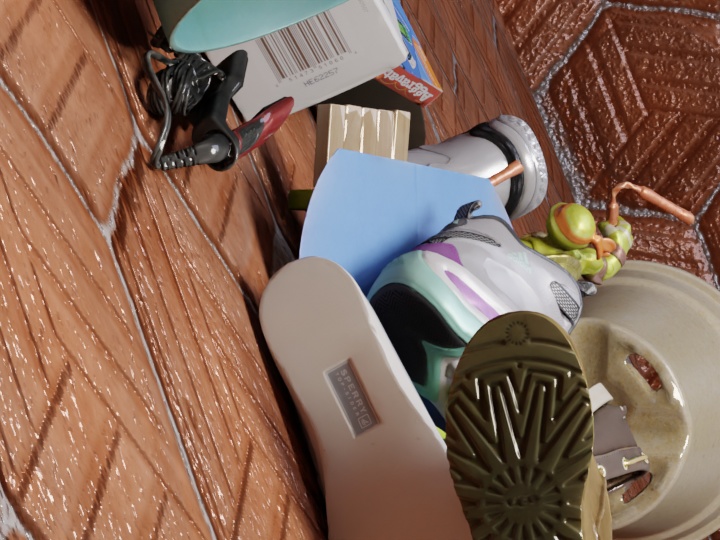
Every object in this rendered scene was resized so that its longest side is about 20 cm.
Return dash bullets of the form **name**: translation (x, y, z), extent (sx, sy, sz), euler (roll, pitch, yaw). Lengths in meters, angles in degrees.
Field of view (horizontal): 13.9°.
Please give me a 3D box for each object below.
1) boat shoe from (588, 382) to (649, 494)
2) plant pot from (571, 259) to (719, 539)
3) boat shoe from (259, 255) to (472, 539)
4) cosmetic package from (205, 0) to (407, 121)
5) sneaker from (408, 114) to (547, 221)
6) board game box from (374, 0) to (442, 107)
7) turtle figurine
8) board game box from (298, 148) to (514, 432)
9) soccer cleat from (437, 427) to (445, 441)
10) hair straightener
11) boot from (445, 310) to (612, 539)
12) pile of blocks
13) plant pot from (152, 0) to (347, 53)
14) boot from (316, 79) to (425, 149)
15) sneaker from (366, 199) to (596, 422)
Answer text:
- **boat shoe**: translation (0.101, 0.125, 1.648), extent (0.060, 0.072, 0.200), euler (50, 34, 6)
- **plant pot**: translation (0.159, 0.096, 1.904), extent (0.201, 0.200, 0.183), euler (68, 14, 4)
- **boat shoe**: translation (0.007, 0.090, 1.410), extent (0.200, 0.072, 0.069), euler (61, 6, 22)
- **cosmetic package**: translation (-0.045, -0.182, 1.651), extent (0.200, 0.101, 0.074), euler (-101, 166, -48)
- **sneaker**: translation (0.027, -0.035, 1.816), extent (0.200, 0.115, 0.075), euler (-35, -106, 64)
- **board game box**: translation (-0.019, -0.192, 1.805), extent (0.103, 0.019, 0.200), euler (26, 31, -46)
- **turtle figurine**: translation (0.101, 0.007, 1.764), extent (0.200, 0.161, 0.064), euler (-1, 55, -42)
- **board game box**: translation (0.017, 0.023, 1.578), extent (0.200, 0.039, 0.158), euler (8, 77, -50)
- **soccer cleat**: translation (0.052, 0.175, 1.515), extent (0.200, 0.065, 0.084), euler (66, -16, 9)
- **hair straightener**: translation (-0.082, -0.082, 1.423), extent (0.077, 0.041, 0.200), euler (45, 16, -2)
- **boot**: translation (0.084, 0.095, 1.400), extent (0.200, 0.066, 0.176), euler (-40, 128, -80)
- **pile of blocks**: translation (0.000, 0.000, 1.647), extent (0.062, 0.082, 0.200), euler (0, -70, 51)
- **plant pot**: translation (-0.034, -0.219, 1.376), extent (0.161, 0.200, 0.201), euler (63, 8, 6)
- **boot**: translation (-0.021, -0.178, 1.924), extent (0.200, 0.064, 0.187), euler (-103, 167, -59)
- **sneaker**: translation (0.094, 0.055, 1.567), extent (0.140, 0.078, 0.200), euler (-45, 114, -46)
